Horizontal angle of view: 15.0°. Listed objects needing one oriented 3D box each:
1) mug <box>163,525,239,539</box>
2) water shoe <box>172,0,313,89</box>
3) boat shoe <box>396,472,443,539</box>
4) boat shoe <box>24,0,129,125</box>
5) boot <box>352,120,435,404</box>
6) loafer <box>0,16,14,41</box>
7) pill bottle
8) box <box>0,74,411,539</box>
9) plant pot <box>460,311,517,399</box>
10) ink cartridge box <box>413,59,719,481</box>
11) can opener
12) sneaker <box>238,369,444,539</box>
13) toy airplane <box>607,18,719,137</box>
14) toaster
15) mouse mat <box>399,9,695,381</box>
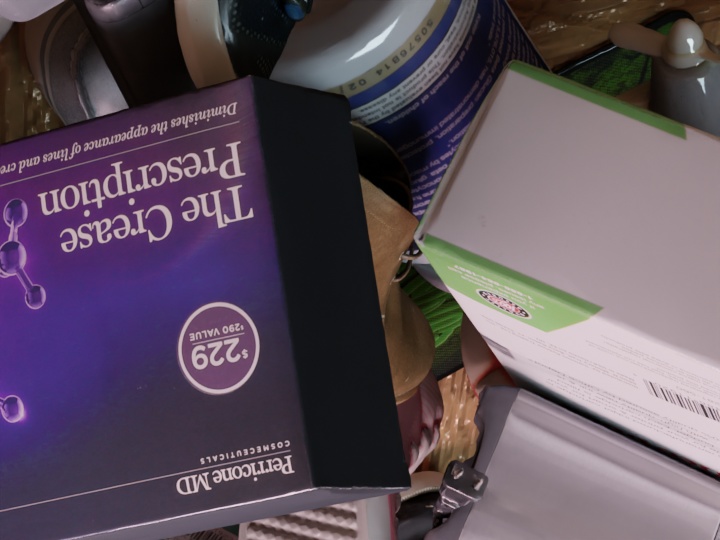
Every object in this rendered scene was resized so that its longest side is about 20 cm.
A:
[{"bbox_3d":[-0.082,0.147,1.213,0.185,0.152,0.115,4,124,-35],"label":"mug"},{"bbox_3d":[-0.009,-0.149,0.962,0.072,0.079,0.201,53,50,-68],"label":"water shoe"},{"bbox_3d":[-0.023,0.182,1.350,0.199,0.066,0.075,-32,141,-7],"label":"boat shoe"},{"bbox_3d":[-0.068,-0.044,1.101,0.070,0.072,0.201,-34,140,-4],"label":"boat shoe"},{"bbox_3d":[0.000,0.000,1.062,0.075,0.074,0.200,-28,154,11],"label":"boot"},{"bbox_3d":[-0.192,-0.084,0.966,0.200,0.075,0.070,-44,144,6],"label":"loafer"},{"bbox_3d":[0.018,-0.071,1.109,0.111,0.111,0.200,-38,141,1],"label":"pill bottle"},{"bbox_3d":[-0.095,0.026,0.951,0.199,0.142,0.079,-14,172,25],"label":"box"},{"bbox_3d":[0.152,0.048,1.272,0.200,0.201,0.177,-44,130,8],"label":"plant pot"},{"bbox_3d":[0.121,0.013,1.068,0.085,0.146,0.200,-63,159,-10],"label":"ink cartridge box"},{"bbox_3d":[-0.099,-0.094,0.955,0.067,0.053,0.200,-32,147,-6],"label":"can opener"},{"bbox_3d":[-0.001,0.090,1.182,0.075,0.201,0.105,-33,141,27],"label":"sneaker"},{"bbox_3d":[0.200,-0.103,1.139,0.199,0.141,0.201,22,92,-27],"label":"toy airplane"},{"bbox_3d":[0.089,0.129,1.158,0.200,0.129,0.114,102,10,-65],"label":"toaster"},{"bbox_3d":[0.078,-0.026,1.283,0.200,0.008,0.161,-27,140,-11],"label":"mouse mat"}]
